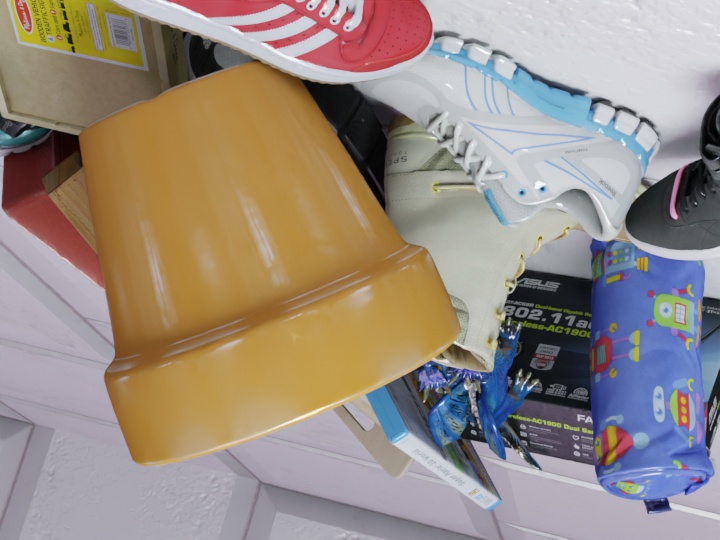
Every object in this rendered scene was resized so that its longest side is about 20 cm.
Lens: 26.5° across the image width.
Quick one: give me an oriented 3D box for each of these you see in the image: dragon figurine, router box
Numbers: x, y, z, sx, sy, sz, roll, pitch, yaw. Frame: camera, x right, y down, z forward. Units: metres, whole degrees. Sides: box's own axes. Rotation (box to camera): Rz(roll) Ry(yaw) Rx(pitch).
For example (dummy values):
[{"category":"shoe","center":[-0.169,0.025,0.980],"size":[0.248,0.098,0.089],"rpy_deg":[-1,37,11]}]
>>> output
[{"category":"dragon figurine","center":[0.085,0.099,1.105],"size":[0.059,0.100,0.200],"rpy_deg":[9,136,23]},{"category":"router box","center":[0.191,0.080,1.209],"size":[0.200,0.150,0.062],"rpy_deg":[9,131,22]}]

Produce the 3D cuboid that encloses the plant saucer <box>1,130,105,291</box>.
[{"category":"plant saucer","center":[-0.189,-0.037,1.188],"size":[0.200,0.037,0.200],"rpy_deg":[40,-167,-26]}]

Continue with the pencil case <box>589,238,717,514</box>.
[{"category":"pencil case","center":[0.206,0.064,1.072],"size":[0.087,0.201,0.078],"rpy_deg":[7,157,-13]}]

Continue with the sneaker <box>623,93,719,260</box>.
[{"category":"sneaker","center":[0.210,-0.063,0.877],"size":[0.099,0.071,0.200],"rpy_deg":[28,154,-32]}]

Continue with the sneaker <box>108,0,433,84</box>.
[{"category":"sneaker","center":[-0.031,-0.158,0.776],"size":[0.200,0.071,0.112],"rpy_deg":[11,157,-26]}]

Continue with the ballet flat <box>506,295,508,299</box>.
[{"category":"ballet flat","center":[0.000,0.000,1.049],"size":[0.199,0.068,0.075],"rpy_deg":[5,157,14]}]

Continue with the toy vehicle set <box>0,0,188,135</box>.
[{"category":"toy vehicle set","center":[-0.167,-0.152,0.891],"size":[0.124,0.027,0.200],"rpy_deg":[14,145,10]}]

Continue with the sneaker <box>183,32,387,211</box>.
[{"category":"sneaker","center":[-0.067,-0.102,1.022],"size":[0.115,0.076,0.200],"rpy_deg":[8,154,50]}]

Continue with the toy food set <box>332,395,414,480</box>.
[{"category":"toy food set","center":[-0.045,0.078,1.163],"size":[0.144,0.060,0.200],"rpy_deg":[47,-178,35]}]

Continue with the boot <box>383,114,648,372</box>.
[{"category":"boot","center":[0.100,-0.006,1.004],"size":[0.200,0.155,0.072],"rpy_deg":[16,162,-15]}]

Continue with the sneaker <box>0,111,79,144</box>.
[{"category":"sneaker","center":[-0.236,-0.139,1.008],"size":[0.200,0.088,0.076],"rpy_deg":[20,164,-15]}]

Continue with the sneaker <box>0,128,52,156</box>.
[{"category":"sneaker","center":[-0.315,-0.143,1.111],"size":[0.200,0.078,0.080],"rpy_deg":[19,152,-18]}]

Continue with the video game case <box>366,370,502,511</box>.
[{"category":"video game case","center":[0.040,0.101,1.185],"size":[0.018,0.143,0.200],"rpy_deg":[-34,147,9]}]

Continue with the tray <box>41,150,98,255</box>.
[{"category":"tray","center":[-0.141,0.008,1.059],"size":[0.200,0.037,0.099],"rpy_deg":[53,175,-16]}]

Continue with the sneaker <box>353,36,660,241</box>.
[{"category":"sneaker","center":[0.083,-0.075,0.919],"size":[0.200,0.087,0.075],"rpy_deg":[20,165,-10]}]

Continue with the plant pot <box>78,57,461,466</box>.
[{"category":"plant pot","center":[-0.068,-0.014,0.860],"size":[0.200,0.184,0.200],"rpy_deg":[-22,-176,2]}]
